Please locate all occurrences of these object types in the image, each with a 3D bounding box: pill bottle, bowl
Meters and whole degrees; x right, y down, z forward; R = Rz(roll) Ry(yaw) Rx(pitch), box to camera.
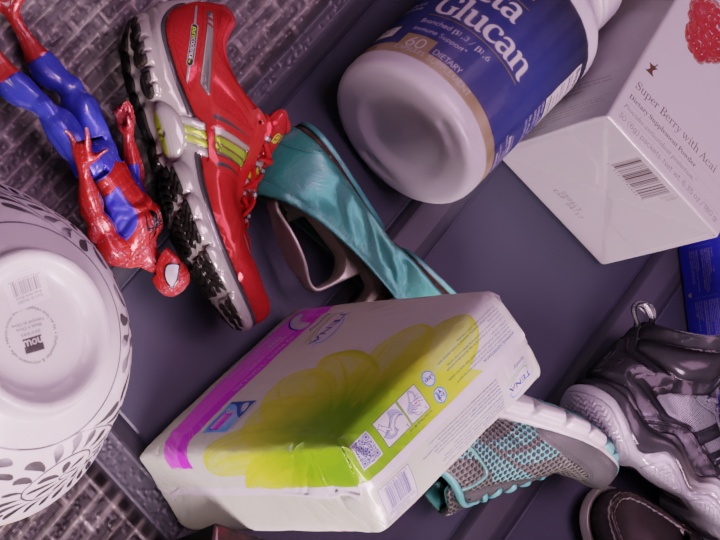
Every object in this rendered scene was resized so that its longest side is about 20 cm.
[{"bbox_3d":[0.084,-0.143,1.420,0.200,0.111,0.111,-46,108,-33],"label":"pill bottle"},{"bbox_3d":[-0.195,0.038,1.196,0.200,0.094,0.202,7,77,-35],"label":"bowl"}]

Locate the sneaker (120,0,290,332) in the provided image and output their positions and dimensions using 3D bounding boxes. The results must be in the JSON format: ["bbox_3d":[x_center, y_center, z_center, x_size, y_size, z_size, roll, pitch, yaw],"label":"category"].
[{"bbox_3d":[-0.078,-0.065,1.298,0.084,0.077,0.201,-15,91,-17],"label":"sneaker"}]

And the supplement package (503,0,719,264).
[{"bbox_3d":[0.208,-0.124,1.500,0.121,0.120,0.200,44,59,-20],"label":"supplement package"}]

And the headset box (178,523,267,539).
[{"bbox_3d":[-0.023,0.249,1.268,0.199,0.077,0.150,20,70,-16],"label":"headset box"}]

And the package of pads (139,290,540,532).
[{"bbox_3d":[-0.010,0.081,1.255,0.154,0.199,0.068,-42,111,-34],"label":"package of pads"}]

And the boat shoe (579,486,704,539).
[{"bbox_3d":[0.229,0.216,1.489,0.201,0.060,0.072,46,59,-20],"label":"boat shoe"}]

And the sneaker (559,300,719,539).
[{"bbox_3d":[0.235,0.107,1.493,0.200,0.075,0.114,39,75,-20],"label":"sneaker"}]

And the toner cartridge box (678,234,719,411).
[{"bbox_3d":[0.274,0.011,1.539,0.043,0.095,0.201,-1,83,-37],"label":"toner cartridge box"}]

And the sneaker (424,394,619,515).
[{"bbox_3d":[0.076,0.116,1.403,0.199,0.077,0.092,22,85,-27],"label":"sneaker"}]

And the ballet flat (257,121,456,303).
[{"bbox_3d":[0.000,0.000,1.370,0.070,0.067,0.200,-45,107,-12],"label":"ballet flat"}]

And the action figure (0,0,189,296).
[{"bbox_3d":[-0.156,-0.071,1.269,0.201,0.051,0.065,61,29,-13],"label":"action figure"}]
